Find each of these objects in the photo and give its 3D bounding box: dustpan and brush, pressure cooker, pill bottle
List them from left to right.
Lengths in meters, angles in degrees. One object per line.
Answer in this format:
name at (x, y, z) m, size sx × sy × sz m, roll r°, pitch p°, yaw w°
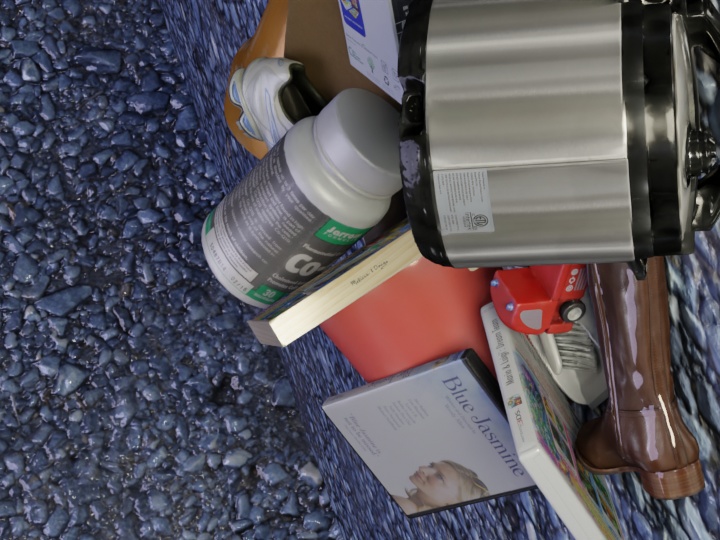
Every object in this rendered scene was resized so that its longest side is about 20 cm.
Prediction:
pill bottle at (-0.044, -0.063, 1.292) m, size 0.200 × 0.113 × 0.114 m, roll -42°, pitch 59°, yaw 36°
dustpan and brush at (0.151, 0.020, 1.245) m, size 0.140 × 0.057 × 0.201 m, roll 108°, pitch 143°, yaw -71°
pressure cooker at (0.131, -0.087, 0.878) m, size 0.176 × 0.198 × 0.180 m, roll 47°, pitch -138°, yaw -69°

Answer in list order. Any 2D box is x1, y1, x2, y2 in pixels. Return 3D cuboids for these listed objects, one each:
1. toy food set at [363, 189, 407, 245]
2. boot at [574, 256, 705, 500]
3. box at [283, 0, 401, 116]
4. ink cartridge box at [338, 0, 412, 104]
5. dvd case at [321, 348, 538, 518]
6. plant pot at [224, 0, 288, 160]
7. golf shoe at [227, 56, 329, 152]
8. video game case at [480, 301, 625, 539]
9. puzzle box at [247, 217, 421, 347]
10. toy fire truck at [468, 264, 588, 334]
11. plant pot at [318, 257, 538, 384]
toy food set at (0.040, -0.035, 1.534) m, size 0.200 × 0.060 × 0.145 m, roll -51°, pitch -52°, yaw -68°
boot at (0.194, 0.057, 1.105) m, size 0.186 × 0.064 × 0.202 m, roll -170°, pitch 64°, yaw -73°
box at (0.011, -0.173, 1.289) m, size 0.200 × 0.021 × 0.164 m, roll 42°, pitch 152°, yaw 18°
ink cartridge box at (0.011, -0.234, 1.132) m, size 0.099 × 0.039 × 0.201 m, roll 46°, pitch 157°, yaw 48°
dvd case at (0.069, 0.149, 1.292) m, size 0.199 × 0.018 × 0.143 m, roll -24°, pitch 108°, yaw 46°
plant pot at (-0.027, -0.222, 1.463) m, size 0.184 × 0.198 × 0.201 m, roll 105°, pitch 149°, yaw -42°
golf shoe at (-0.045, -0.108, 1.361) m, size 0.097 × 0.078 × 0.201 m, roll -4°, pitch 124°, yaw 54°
video game case at (0.163, 0.147, 1.197) m, size 0.200 × 0.024 × 0.183 m, roll 54°, pitch -164°, yaw -34°
puzzle box at (0.000, 0.000, 1.238) m, size 0.026 × 0.199 × 0.133 m, roll 58°, pitch 168°, yaw -4°
toy fire truck at (0.119, -0.033, 1.094) m, size 0.049 × 0.140 × 0.201 m, roll -118°, pitch 33°, yaw -45°
plant pot at (0.079, 0.059, 1.350) m, size 0.178 × 0.200 × 0.200 m, roll 58°, pitch 170°, yaw -5°
